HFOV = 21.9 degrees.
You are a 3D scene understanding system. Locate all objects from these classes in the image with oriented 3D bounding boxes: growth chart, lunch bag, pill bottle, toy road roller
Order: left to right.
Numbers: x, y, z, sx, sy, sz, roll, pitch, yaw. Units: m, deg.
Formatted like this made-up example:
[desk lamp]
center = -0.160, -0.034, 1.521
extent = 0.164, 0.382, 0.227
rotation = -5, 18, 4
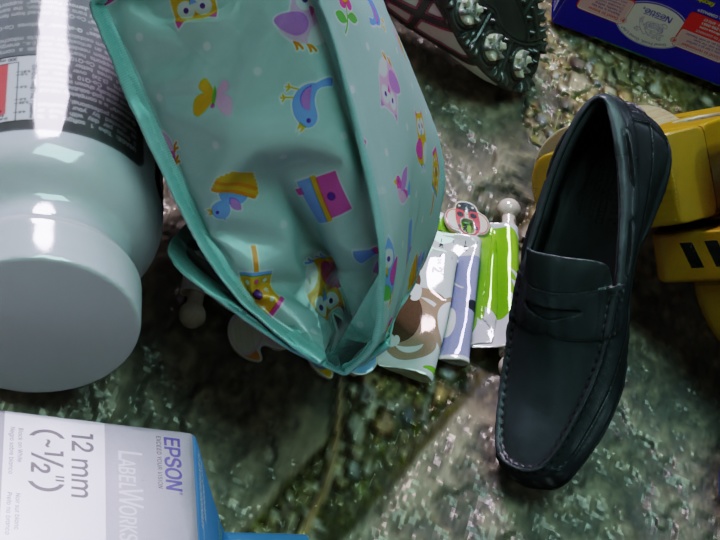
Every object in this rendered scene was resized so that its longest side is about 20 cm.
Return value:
[pill bottle]
center = -0.150, -0.052, 0.880
extent = 0.115, 0.116, 0.201
rotation = 11, 47, -19
[lunch bag]
center = -0.030, -0.061, 0.883
extent = 0.170, 0.121, 0.201
rotation = -58, 127, -74
[growth chart]
center = 0.000, 0.000, 0.986
extent = 0.198, 0.018, 0.146
rotation = 12, 48, -18
[toy road roller]
center = 0.204, -0.020, 1.029
extent = 0.123, 0.199, 0.147
rotation = -19, 102, -51

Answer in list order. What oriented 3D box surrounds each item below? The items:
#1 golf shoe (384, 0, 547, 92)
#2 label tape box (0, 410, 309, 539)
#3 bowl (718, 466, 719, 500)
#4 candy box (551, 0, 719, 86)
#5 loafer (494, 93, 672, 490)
[golf shoe]
center = 0.037, -0.177, 1.104
extent = 0.200, 0.088, 0.078
rotation = 40, 65, -37
[label tape box]
center = -0.104, 0.130, 0.752
extent = 0.198, 0.066, 0.144
rotation = 7, 38, -13
[bowl]
center = 0.282, 0.136, 0.999
extent = 0.199, 0.039, 0.202
rotation = 15, 47, -16
[candy box]
center = 0.219, -0.226, 1.260
extent = 0.168, 0.077, 0.201
rotation = 20, 46, -10
[loafer]
center = 0.104, 0.009, 0.940
extent = 0.070, 0.068, 0.202
rotation = 30, 74, -54
